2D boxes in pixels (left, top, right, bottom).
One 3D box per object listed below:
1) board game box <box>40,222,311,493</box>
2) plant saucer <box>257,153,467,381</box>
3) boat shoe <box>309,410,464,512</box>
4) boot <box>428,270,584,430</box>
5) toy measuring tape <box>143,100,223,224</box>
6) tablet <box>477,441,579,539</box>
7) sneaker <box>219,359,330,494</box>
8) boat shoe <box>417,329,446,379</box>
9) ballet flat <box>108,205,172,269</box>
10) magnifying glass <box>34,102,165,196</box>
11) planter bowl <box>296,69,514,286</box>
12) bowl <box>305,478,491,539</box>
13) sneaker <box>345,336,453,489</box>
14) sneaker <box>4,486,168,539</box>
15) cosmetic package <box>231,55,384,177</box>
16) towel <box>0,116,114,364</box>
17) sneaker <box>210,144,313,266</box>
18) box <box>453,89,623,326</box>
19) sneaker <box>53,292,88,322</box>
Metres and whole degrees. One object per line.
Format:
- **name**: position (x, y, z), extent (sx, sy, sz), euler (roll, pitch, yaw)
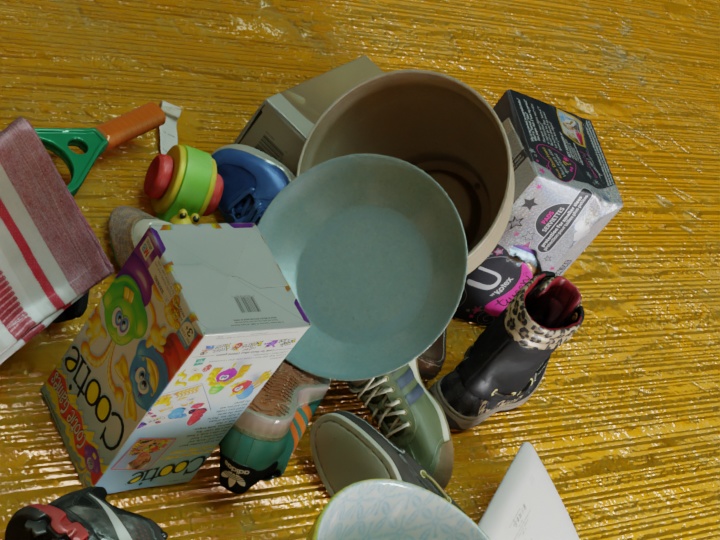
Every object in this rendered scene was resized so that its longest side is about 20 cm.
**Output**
- **board game box**: position (-0.145, 0.068, 1.280), extent (0.104, 0.200, 0.103), euler (-2, 52, -43)
- **plant saucer**: position (0.000, 0.000, 1.462), extent (0.202, 0.200, 0.039), euler (55, 5, 22)
- **boat shoe**: position (0.036, 0.196, 1.426), extent (0.202, 0.072, 0.061), euler (51, 34, 2)
- **boot**: position (0.159, 0.066, 1.613), extent (0.073, 0.151, 0.199), euler (49, 35, 14)
- **toy measuring tape**: position (-0.165, -0.107, 1.572), extent (0.073, 0.074, 0.201), euler (20, 39, -26)
- **tablet**: position (0.148, 0.248, 1.466), extent (0.131, 0.014, 0.200), euler (63, 28, -12)
- **sneaker**: position (-0.080, 0.125, 1.405), extent (0.071, 0.080, 0.200), euler (24, 14, 8)
- **boat shoe**: position (0.052, 0.016, 1.637), extent (0.075, 0.072, 0.201), euler (17, 40, -29)
- **ballet flat**: position (-0.163, 0.006, 1.451), extent (0.068, 0.067, 0.201), euler (6, 47, -40)
- **magnifying glass**: position (-0.251, -0.111, 1.517), extent (0.080, 0.022, 0.200), euler (44, 44, 13)
- **planter bowl**: position (0.054, -0.068, 1.558), extent (0.201, 0.200, 0.135), euler (55, 5, 21)
- **bowl**: position (0.022, 0.271, 1.292), extent (0.199, 0.108, 0.201), euler (25, 37, -21)
- **sneaker**: position (0.015, 0.102, 1.490), extent (0.089, 0.067, 0.202), euler (17, 48, -44)
- **sneaker**: position (-0.158, 0.231, 1.199), extent (0.200, 0.071, 0.098), euler (45, 37, 9)
- **cosmetic package**: position (-0.045, -0.139, 1.693), extent (0.071, 0.105, 0.200), euler (45, 33, 8)
- **towel**: position (-0.286, 0.002, 1.238), extent (0.200, 0.023, 0.145), euler (-43, 121, -27)
- **sneaker**: position (-0.089, -0.031, 1.552), extent (0.200, 0.077, 0.111), euler (53, 26, 7)
- **box**: position (0.149, -0.056, 1.696), extent (0.114, 0.200, 0.133), euler (16, 40, -28)
- **sneaker**: position (-0.272, -0.018, 1.315), extent (0.200, 0.070, 0.099), euler (41, 36, -56)
